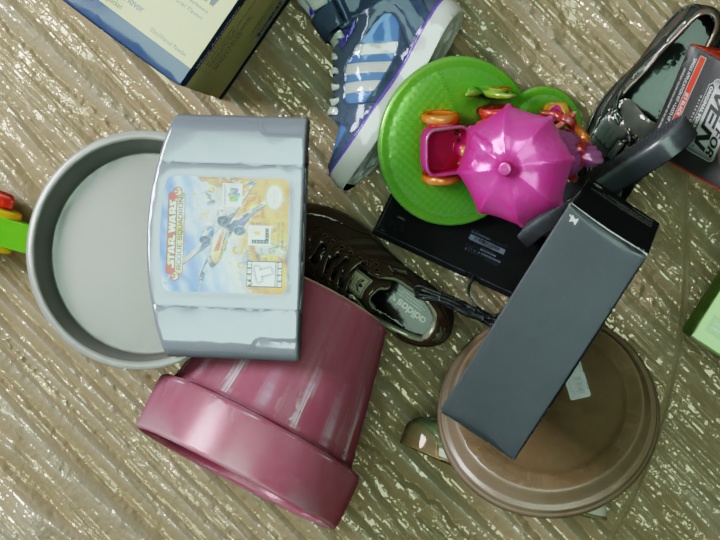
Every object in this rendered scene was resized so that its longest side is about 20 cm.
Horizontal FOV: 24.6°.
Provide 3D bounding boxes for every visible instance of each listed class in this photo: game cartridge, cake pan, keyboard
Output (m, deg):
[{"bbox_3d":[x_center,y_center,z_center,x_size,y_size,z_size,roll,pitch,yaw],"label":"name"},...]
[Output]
[{"bbox_3d":[-0.110,-0.028,1.369,0.131,0.042,0.203,2,87,0],"label":"game cartridge"},{"bbox_3d":[-0.184,-0.017,1.409,0.197,0.037,0.203,0,87,5],"label":"cake pan"},{"bbox_3d":[0.104,-0.001,1.482,0.198,0.021,0.128,24,54,4],"label":"keyboard"}]

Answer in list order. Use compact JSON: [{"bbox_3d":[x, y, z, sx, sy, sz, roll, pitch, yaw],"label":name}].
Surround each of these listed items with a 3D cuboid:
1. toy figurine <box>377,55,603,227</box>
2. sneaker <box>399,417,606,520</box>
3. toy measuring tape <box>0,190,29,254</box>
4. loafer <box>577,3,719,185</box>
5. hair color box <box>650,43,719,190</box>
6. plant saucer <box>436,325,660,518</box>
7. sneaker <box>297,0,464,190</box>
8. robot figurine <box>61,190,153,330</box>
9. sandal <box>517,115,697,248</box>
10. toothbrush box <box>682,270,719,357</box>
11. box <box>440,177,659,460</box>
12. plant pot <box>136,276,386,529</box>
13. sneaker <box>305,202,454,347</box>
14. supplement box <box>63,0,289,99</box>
[{"bbox_3d":[0.136,-0.096,1.393,0.197,0.184,0.152,-6,105,-18],"label":"toy figurine"},{"bbox_3d":[0.142,0.152,1.497,0.198,0.067,0.091,20,84,5],"label":"sneaker"},{"bbox_3d":[-0.375,-0.052,1.494,0.198,0.073,0.074,17,95,-38],"label":"toy measuring tape"},{"bbox_3d":[0.256,-0.151,1.470,0.071,0.063,0.201,32,95,3],"label":"loafer"},{"bbox_3d":[0.347,-0.104,1.385,0.199,0.061,0.103,34,112,36],"label":"hair color box"},{"bbox_3d":[0.165,0.120,1.457,0.197,0.030,0.202,-3,59,5],"label":"plant saucer"},{"bbox_3d":[-0.013,-0.192,1.490,0.146,0.081,0.201,34,98,11],"label":"sneaker"},{"bbox_3d":[-0.195,-0.021,1.487,0.198,0.117,0.145,-26,89,5],"label":"robot figurine"},{"bbox_3d":[0.211,-0.064,1.428,0.199,0.076,0.043,-33,98,42],"label":"sandal"},{"bbox_3d":[0.399,0.012,1.453,0.145,0.086,0.201,32,96,4],"label":"toothbrush box"},{"bbox_3d":[0.157,0.036,1.350,0.078,0.141,0.201,33,107,8],"label":"box"},{"bbox_3d":[-0.070,0.104,1.456,0.198,0.200,0.180,27,79,3],"label":"plant pot"},{"bbox_3d":[0.000,0.000,1.492,0.199,0.076,0.071,31,95,2],"label":"sneaker"},{"bbox_3d":[-0.134,-0.271,1.429,0.134,0.200,0.201,36,95,3],"label":"supplement box"}]
